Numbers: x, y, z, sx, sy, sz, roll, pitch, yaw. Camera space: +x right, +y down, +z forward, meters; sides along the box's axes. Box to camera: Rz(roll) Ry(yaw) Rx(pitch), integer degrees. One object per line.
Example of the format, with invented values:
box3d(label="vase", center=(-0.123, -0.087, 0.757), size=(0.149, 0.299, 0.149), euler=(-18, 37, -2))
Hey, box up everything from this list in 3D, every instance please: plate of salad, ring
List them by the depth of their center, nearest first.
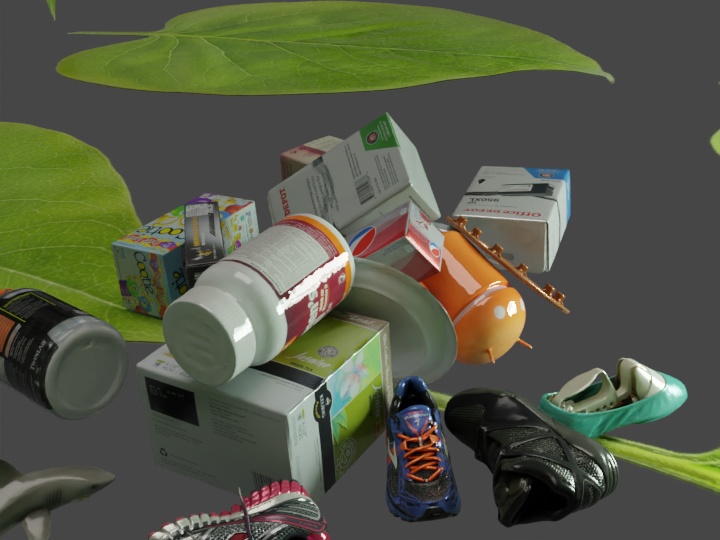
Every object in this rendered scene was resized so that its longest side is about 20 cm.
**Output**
box3d(label="plate of salad", center=(0.018, 0.055, 1.119), size=(0.199, 0.201, 0.048), euler=(8, 45, 24))
box3d(label="ring", center=(0.192, -0.012, 1.273), size=(0.200, 0.019, 0.200), euler=(38, 7, -5))

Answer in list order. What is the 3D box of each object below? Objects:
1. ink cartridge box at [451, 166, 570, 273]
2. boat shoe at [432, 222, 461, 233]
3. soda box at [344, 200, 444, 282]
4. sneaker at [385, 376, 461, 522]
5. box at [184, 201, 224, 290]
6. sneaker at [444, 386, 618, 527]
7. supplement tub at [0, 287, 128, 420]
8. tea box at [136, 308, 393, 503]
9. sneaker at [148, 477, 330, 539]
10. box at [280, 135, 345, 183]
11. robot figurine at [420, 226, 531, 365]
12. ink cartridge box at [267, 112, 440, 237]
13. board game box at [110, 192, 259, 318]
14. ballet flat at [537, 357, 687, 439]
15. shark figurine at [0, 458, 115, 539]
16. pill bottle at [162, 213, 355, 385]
box3d(label="ink cartridge box", center=(0.229, -0.081, 1.481), size=(0.143, 0.085, 0.200), euler=(4, 28, 19))
box3d(label="boat shoe", center=(0.039, -0.036, 1.325), size=(0.198, 0.073, 0.071), euler=(4, 32, 22))
box3d(label="soda box", center=(0.000, 0.000, 1.165), size=(0.199, 0.070, 0.064), euler=(-29, 33, 32))
box3d(label="sneaker", center=(0.055, 0.179, 1.001), size=(0.075, 0.079, 0.200), euler=(-8, 26, -4))
box3d(label="box", center=(-0.193, 0.021, 1.271), size=(0.048, 0.160, 0.200), euler=(-7, 27, -7))
box3d(label="sneaker", center=(0.143, 0.183, 0.980), size=(0.114, 0.077, 0.199), euler=(-20, 35, -40))
box3d(label="supplement tub", center=(-0.384, 0.094, 1.200), size=(0.199, 0.123, 0.122), euler=(19, 35, 39))
box3d(label="tea box", center=(-0.095, 0.131, 1.061), size=(0.199, 0.135, 0.197), euler=(13, 32, 31))
box3d(label="sneaker", center=(-0.121, 0.256, 0.881), size=(0.199, 0.081, 0.075), euler=(-22, 43, -23))
box3d(label="box", center=(-0.022, -0.120, 1.555), size=(0.108, 0.129, 0.199), euler=(-25, 32, -34))
box3d(label="robot figurine", center=(0.121, 0.032, 1.204), size=(0.116, 0.144, 0.200), euler=(-39, 64, -4))
box3d(label="ink cartridge box", center=(-0.013, -0.087, 1.288), size=(0.199, 0.083, 0.147), euler=(-31, 46, 17))
box3d(label="board game box", center=(-0.246, -0.024, 1.430), size=(0.102, 0.106, 0.200), euler=(11, 30, 31))
box3d(label="ballet flat", center=(0.273, 0.134, 1.060), size=(0.199, 0.071, 0.067), euler=(-16, 28, -22))
box3d(label="shark figurine", center=(-0.355, 0.234, 0.960), size=(0.127, 0.090, 0.214), euler=(6, 27, 24))
box3d(label="pill bottle", center=(-0.099, 0.027, 0.995), size=(0.109, 0.110, 0.200), euler=(11, 31, 30))
